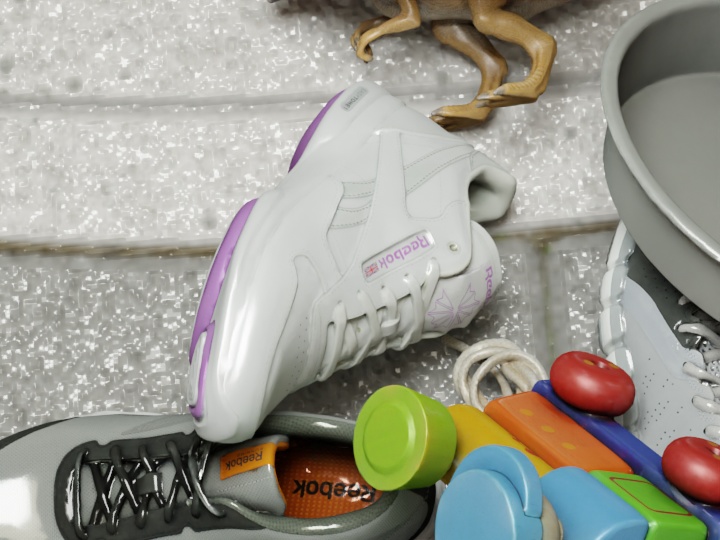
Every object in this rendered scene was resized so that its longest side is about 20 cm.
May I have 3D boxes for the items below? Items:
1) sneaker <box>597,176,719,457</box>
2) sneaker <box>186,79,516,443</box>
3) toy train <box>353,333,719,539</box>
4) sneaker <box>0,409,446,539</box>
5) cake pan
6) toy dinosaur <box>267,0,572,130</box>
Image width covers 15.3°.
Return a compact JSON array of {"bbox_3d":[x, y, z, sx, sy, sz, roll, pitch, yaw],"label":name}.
[{"bbox_3d":[0.149,0.057,1.019,0.075,0.115,0.202,14,74,-35],"label":"sneaker"},{"bbox_3d":[0.000,0.000,1.044,0.099,0.075,0.200,26,45,8],"label":"sneaker"},{"bbox_3d":[0.043,0.066,0.994,0.200,0.115,0.085,39,111,48],"label":"toy train"},{"bbox_3d":[-0.066,0.083,1.047,0.198,0.079,0.075,-3,71,4],"label":"sneaker"},{"bbox_3d":[0.180,-0.032,1.048,0.199,0.037,0.201,14,41,-13],"label":"cake pan"},{"bbox_3d":[0.059,-0.118,1.118,0.198,0.060,0.107,-3,79,-7],"label":"toy dinosaur"}]
